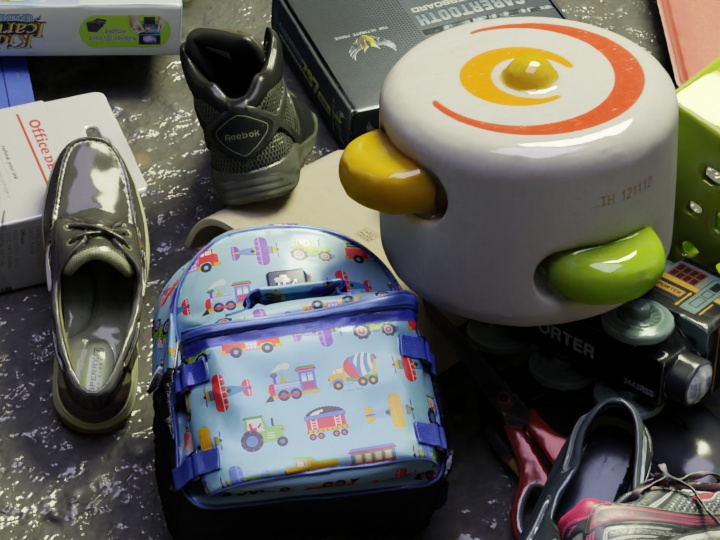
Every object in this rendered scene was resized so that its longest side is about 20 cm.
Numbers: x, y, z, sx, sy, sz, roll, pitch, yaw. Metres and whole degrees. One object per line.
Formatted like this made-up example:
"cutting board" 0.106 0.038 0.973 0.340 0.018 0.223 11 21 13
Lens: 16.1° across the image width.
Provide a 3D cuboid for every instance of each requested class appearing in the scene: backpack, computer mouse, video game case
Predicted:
"backpack" -0.040 0.056 1.543 0.182 0.135 0.201 -3 65 -7
"computer mouse" 0.164 0.108 1.604 0.140 0.046 0.200 -18 47 -23
"video game case" -0.228 -0.223 1.910 0.180 0.046 0.200 0 31 -7

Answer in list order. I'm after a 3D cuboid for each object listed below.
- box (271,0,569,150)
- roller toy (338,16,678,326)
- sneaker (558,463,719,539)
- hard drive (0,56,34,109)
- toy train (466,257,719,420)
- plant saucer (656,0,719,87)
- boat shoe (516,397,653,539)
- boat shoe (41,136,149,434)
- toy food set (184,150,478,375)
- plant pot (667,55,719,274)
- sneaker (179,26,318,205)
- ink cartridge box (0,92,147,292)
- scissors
"box" 0.052 -0.167 1.889 0.199 0.051 0.158 -14 47 -18
"roller toy" 0.099 -0.068 1.552 0.199 0.140 0.183 9 35 15
"sneaker" 0.193 0.146 1.479 0.200 0.081 0.075 -12 61 -52
"hard drive" -0.337 -0.123 1.831 0.199 0.025 0.132 -7 44 -11
"toy train" 0.153 0.023 1.620 0.200 0.086 0.114 27 40 34
"plant saucer" 0.323 -0.187 1.943 0.198 0.037 0.201 0 44 -5
"boat shoe" 0.123 0.163 1.505 0.073 0.062 0.201 19 61 13
"boat shoe" -0.167 0.001 1.631 0.071 0.066 0.202 3 68 -11
"toy food set" 0.000 0.000 1.711 0.200 0.061 0.143 32 38 25
"plant pot" 0.301 -0.038 1.669 0.181 0.201 0.199 37 52 24
"sneaker" -0.076 -0.125 1.759 0.076 0.115 0.200 -8 17 6
"ink cartridge box" -0.253 -0.045 1.723 0.199 0.067 0.116 -13 46 -17
"scissors" 0.103 0.089 1.597 0.073 0.014 0.201 -23 63 3
